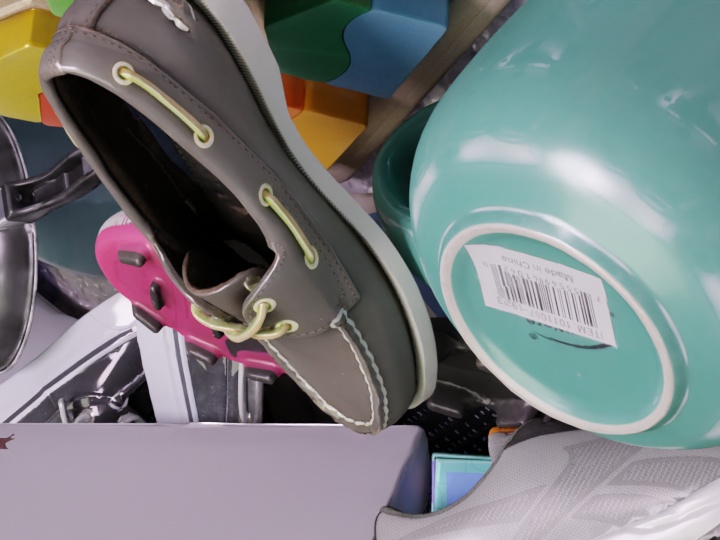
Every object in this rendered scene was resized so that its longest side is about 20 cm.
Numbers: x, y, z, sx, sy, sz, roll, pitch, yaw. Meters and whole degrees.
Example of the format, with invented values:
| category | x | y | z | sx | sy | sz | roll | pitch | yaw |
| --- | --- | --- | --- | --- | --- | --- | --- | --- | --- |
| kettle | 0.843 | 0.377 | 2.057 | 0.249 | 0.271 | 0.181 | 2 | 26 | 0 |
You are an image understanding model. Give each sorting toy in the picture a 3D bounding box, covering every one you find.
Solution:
| category | x | y | z | sx | sy | sz | roll | pitch | yaw |
| --- | --- | --- | --- | --- | --- | --- | --- | --- | --- |
| sorting toy | -0.058 | -0.081 | 0.885 | 0.185 | 0.037 | 0.200 | 12 | 157 | -20 |

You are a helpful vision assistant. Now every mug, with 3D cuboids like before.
| category | x | y | z | sx | sy | sz | roll | pitch | yaw |
| --- | --- | --- | --- | --- | --- | --- | --- | --- | --- |
| mug | 0.085 | -0.011 | 0.827 | 0.152 | 0.114 | 0.185 | 43 | 148 | -3 |

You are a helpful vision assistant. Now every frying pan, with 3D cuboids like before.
| category | x | y | z | sx | sy | sz | roll | pitch | yaw |
| --- | --- | --- | --- | --- | --- | --- | --- | --- | --- |
| frying pan | -0.147 | -0.007 | 1.045 | 0.190 | 0.031 | 0.115 | 17 | 108 | 61 |

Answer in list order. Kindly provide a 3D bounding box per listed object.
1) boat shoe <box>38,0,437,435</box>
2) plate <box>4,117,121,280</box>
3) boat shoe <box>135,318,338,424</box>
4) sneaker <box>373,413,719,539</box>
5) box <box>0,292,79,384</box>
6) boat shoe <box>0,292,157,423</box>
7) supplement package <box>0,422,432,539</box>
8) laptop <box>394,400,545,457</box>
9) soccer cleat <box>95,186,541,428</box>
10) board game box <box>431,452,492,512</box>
| category | x | y | z | sx | sy | sz | roll | pitch | yaw |
| --- | --- | --- | --- | --- | --- | --- | --- | --- | --- |
| boat shoe | -0.040 | -0.014 | 0.837 | 0.072 | 0.060 | 0.202 | 2 | 135 | 42 |
| plate | -0.148 | -0.079 | 1.082 | 0.200 | 0.026 | 0.200 | 28 | 146 | 20 |
| boat shoe | -0.034 | 0.086 | 1.036 | 0.071 | 0.072 | 0.200 | 3 | 124 | 36 |
| sneaker | 0.093 | 0.072 | 0.876 | 0.079 | 0.200 | 0.074 | 63 | -174 | 17 |
| box | -0.190 | 0.124 | 1.201 | 0.199 | 0.200 | 0.131 | 38 | 153 | 7 |
| boat shoe | -0.115 | 0.066 | 1.088 | 0.068 | 0.199 | 0.074 | 60 | -169 | 16 |
| supplement package | -0.063 | 0.181 | 0.981 | 0.191 | 0.147 | 0.200 | -1 | 122 | 19 |
| laptop | 0.023 | 0.100 | 1.038 | 0.200 | 0.103 | 0.177 | 39 | 148 | -5 |
| soccer cleat | 0.000 | 0.000 | 0.952 | 0.200 | 0.086 | 0.070 | 14 | 146 | 21 |
| board game box | 0.100 | 0.168 | 0.923 | 0.152 | 0.201 | 0.045 | 2 | 176 | 11 |
